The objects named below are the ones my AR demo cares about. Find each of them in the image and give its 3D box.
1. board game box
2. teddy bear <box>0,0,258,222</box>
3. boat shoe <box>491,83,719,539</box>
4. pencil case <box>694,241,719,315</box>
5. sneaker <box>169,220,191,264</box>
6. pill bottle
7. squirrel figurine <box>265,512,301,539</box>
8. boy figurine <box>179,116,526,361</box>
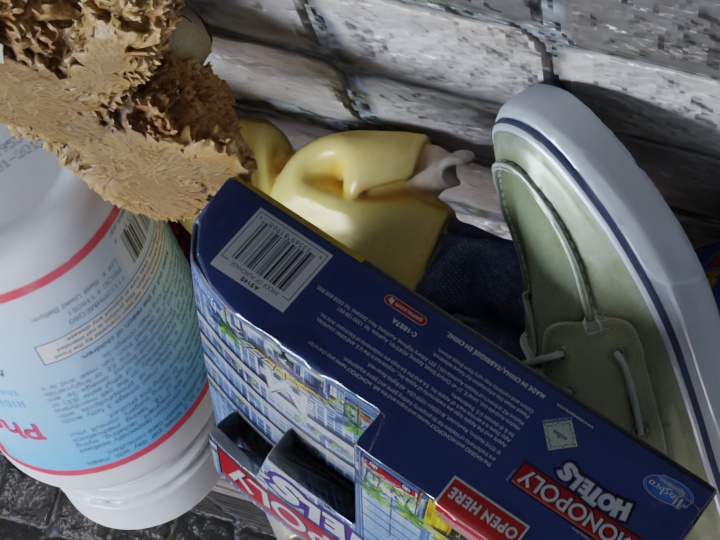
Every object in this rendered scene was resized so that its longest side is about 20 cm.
[{"bbox_3d":[0.018,0.087,0.822,0.200,0.062,0.200,33,155,18],"label":"board game box"},{"bbox_3d":[-0.118,-0.090,0.769,0.199,0.067,0.145,22,150,-18],"label":"teddy bear"},{"bbox_3d":[0.089,0.032,0.793,0.201,0.062,0.072,62,163,-21],"label":"boat shoe"},{"bbox_3d":[0.145,0.030,0.890,0.087,0.078,0.200,36,167,-8],"label":"pencil case"},{"bbox_3d":[-0.083,0.012,1.130,0.095,0.080,0.200,6,165,31],"label":"sneaker"},{"bbox_3d":[-0.120,0.020,0.936,0.108,0.109,0.200,11,147,26],"label":"pill bottle"},{"bbox_3d":[0.049,0.091,1.084,0.186,0.142,0.200,-24,158,0],"label":"squirrel figurine"},{"bbox_3d":[0.000,0.000,0.896,0.199,0.125,0.064,25,-158,20],"label":"boy figurine"}]
